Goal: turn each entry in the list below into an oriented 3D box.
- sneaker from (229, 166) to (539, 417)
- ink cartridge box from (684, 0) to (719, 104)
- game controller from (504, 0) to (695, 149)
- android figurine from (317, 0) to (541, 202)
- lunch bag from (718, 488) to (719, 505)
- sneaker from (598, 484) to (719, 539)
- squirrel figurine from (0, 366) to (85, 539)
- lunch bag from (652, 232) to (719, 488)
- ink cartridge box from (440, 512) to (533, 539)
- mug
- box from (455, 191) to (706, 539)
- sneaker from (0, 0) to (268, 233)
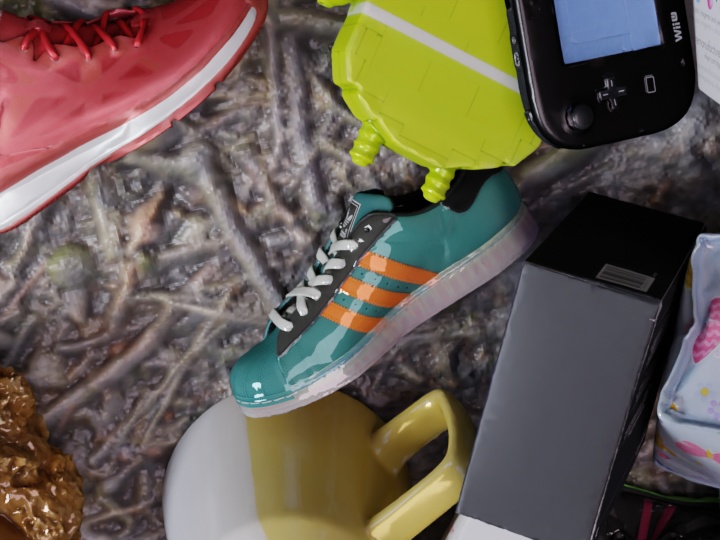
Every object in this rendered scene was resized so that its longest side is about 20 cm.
[{"bbox_3d":[0.000,0.000,1.125,0.199,0.071,0.080,-36,109,-5],"label":"sneaker"},{"bbox_3d":[0.212,-0.198,1.068,0.067,0.115,0.202,-2,108,-10],"label":"ink cartridge box"},{"bbox_3d":[0.120,-0.168,1.055,0.103,0.042,0.202,-12,97,-16],"label":"game controller"},{"bbox_3d":[0.059,-0.138,1.080,0.181,0.041,0.201,23,88,-17],"label":"android figurine"},{"bbox_3d":[0.284,0.144,1.170,0.159,0.077,0.202,8,65,-13],"label":"lunch bag"},{"bbox_3d":[0.173,0.173,1.202,0.198,0.084,0.077,-1,108,-10],"label":"sneaker"},{"bbox_3d":[-0.259,0.125,1.101,0.200,0.141,0.187,-46,100,-8],"label":"squirrel figurine"},{"bbox_3d":[0.258,0.071,1.047,0.198,0.170,0.128,12,77,9],"label":"lunch bag"},{"bbox_3d":[0.052,0.228,1.106,0.087,0.145,0.201,26,89,4],"label":"ink cartridge box"},{"bbox_3d":[-0.033,0.145,1.110,0.148,0.153,0.188,19,109,-9],"label":"mug"},{"bbox_3d":[0.123,0.049,1.085,0.078,0.200,0.142,15,105,13],"label":"box"},{"bbox_3d":[-0.153,-0.117,1.051,0.199,0.078,0.116,-38,112,2],"label":"sneaker"}]
